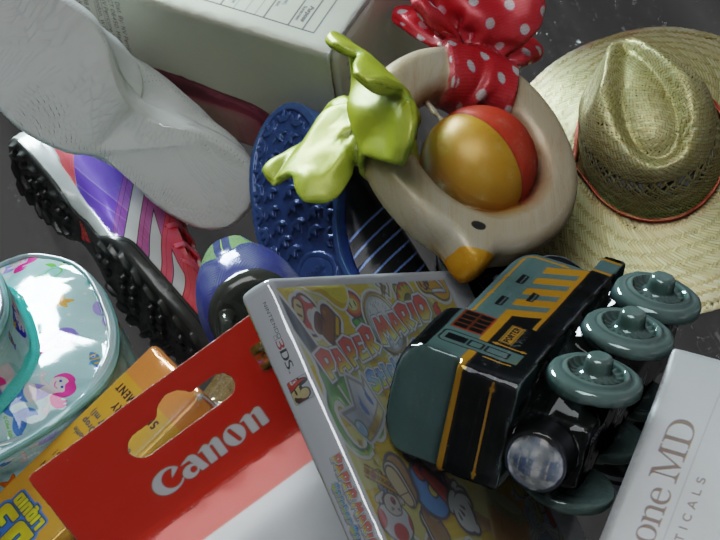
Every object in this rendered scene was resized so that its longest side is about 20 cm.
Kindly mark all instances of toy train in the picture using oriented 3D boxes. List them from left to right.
[{"bbox_3d":[0.093,0.046,1.120,0.113,0.086,0.200,20,27,16],"label":"toy train"}]

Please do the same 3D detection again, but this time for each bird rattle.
[{"bbox_3d":[0.049,-0.076,1.246,0.163,0.113,0.200,52,42,5],"label":"bird rattle"}]

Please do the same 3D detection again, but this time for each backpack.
[{"bbox_3d":[-0.215,0.076,1.246,0.199,0.151,0.178,-22,34,-6],"label":"backpack"}]

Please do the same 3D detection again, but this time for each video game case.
[{"bbox_3d":[0.036,0.086,1.134,0.023,0.200,0.183,-31,76,27],"label":"video game case"}]

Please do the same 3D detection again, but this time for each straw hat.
[{"bbox_3d":[0.163,-0.079,1.286,0.199,0.085,0.202,-6,59,10],"label":"straw hat"}]

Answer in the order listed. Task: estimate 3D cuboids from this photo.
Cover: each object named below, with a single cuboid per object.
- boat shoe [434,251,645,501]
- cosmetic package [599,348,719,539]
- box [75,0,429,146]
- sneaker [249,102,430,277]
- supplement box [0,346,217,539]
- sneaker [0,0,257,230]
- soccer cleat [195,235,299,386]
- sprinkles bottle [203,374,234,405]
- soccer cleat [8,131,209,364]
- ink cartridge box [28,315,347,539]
[{"bbox_3d":[0.104,0.041,1.240,0.071,0.068,0.200,-32,58,-7],"label":"boat shoe"},{"bbox_3d":[0.221,0.168,1.080,0.199,0.167,0.168,15,65,22],"label":"cosmetic package"},{"bbox_3d":[-0.066,-0.158,1.364,0.199,0.109,0.128,20,56,23],"label":"box"},{"bbox_3d":[0.000,0.000,1.275,0.070,0.078,0.201,-34,63,30],"label":"sneaker"},{"bbox_3d":[-0.147,0.137,1.166,0.200,0.069,0.066,-46,38,-5],"label":"supplement box"},{"bbox_3d":[-0.146,-0.101,1.319,0.075,0.200,0.089,-47,16,13],"label":"sneaker"},{"bbox_3d":[-0.029,0.067,1.197,0.064,0.201,0.084,-25,30,-1],"label":"soccer cleat"},{"bbox_3d":[-0.090,0.130,1.234,0.068,0.068,0.201,24,68,25],"label":"sprinkles bottle"},{"bbox_3d":[-0.128,-0.024,1.340,0.073,0.068,0.200,-31,58,-22],"label":"soccer cleat"},{"bbox_3d":[-0.045,0.136,1.142,0.162,0.200,0.057,-36,35,-4],"label":"ink cartridge box"}]
